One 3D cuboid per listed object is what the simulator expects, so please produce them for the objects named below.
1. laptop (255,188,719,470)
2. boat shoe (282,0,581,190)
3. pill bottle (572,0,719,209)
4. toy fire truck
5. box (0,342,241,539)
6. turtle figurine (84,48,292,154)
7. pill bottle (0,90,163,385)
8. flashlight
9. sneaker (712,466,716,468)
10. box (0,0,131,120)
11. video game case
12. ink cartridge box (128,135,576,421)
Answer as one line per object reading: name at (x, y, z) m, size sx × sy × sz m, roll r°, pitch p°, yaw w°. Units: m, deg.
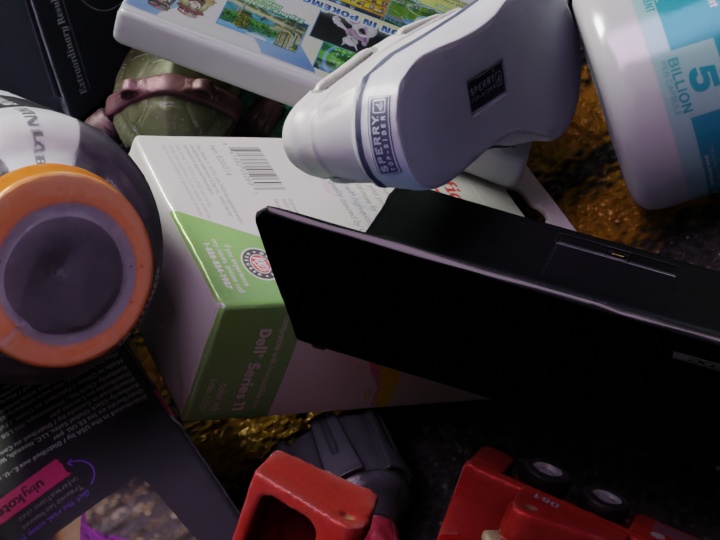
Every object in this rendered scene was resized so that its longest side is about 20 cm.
laptop at (0.072, -0.003, 0.657) m, size 0.176 × 0.104 × 0.200 m, roll 17°, pitch 34°, yaw 12°
boat shoe at (0.035, -0.081, 0.765) m, size 0.065 × 0.074 × 0.200 m, roll -1°, pitch 11°, yaw 30°
pill bottle at (0.202, -0.107, 0.800) m, size 0.198 × 0.111 × 0.111 m, roll -18°, pitch 49°, yaw 8°
toy fire truck at (0.063, 0.115, 0.638) m, size 0.198 × 0.141 × 0.049 m, roll 23°, pitch 106°, yaw 14°
box at (-0.088, 0.139, 0.710) m, size 0.105 × 0.123 × 0.200 m, roll -29°, pitch 49°, yaw -12°
turtle figurine at (-0.090, -0.066, 0.901) m, size 0.148 × 0.101 × 0.202 m, roll -4°, pitch 58°, yaw 19°
pill bottle at (-0.141, -0.016, 0.720) m, size 0.106 × 0.107 × 0.200 m, roll -40°, pitch 21°, yaw -11°
flashlight at (0.021, 0.140, 0.711) m, size 0.067 × 0.068 × 0.201 m, roll -5°, pitch 44°, yaw -19°
sneaker at (0.185, 0.085, 0.688) m, size 0.071 × 0.081 × 0.200 m, roll -28°, pitch 25°, yaw -20°
box at (-0.150, -0.198, 0.960) m, size 0.106 × 0.149 × 0.200 m, roll 15°, pitch 44°, yaw 31°
video game case at (0.001, -0.134, 0.875) m, size 0.198 × 0.022 × 0.183 m, roll 21°, pitch 43°, yaw -1°
ink cartridge box at (0.000, 0.000, 0.791) m, size 0.198 × 0.068 × 0.117 m, roll -1°, pitch 40°, yaw -30°
